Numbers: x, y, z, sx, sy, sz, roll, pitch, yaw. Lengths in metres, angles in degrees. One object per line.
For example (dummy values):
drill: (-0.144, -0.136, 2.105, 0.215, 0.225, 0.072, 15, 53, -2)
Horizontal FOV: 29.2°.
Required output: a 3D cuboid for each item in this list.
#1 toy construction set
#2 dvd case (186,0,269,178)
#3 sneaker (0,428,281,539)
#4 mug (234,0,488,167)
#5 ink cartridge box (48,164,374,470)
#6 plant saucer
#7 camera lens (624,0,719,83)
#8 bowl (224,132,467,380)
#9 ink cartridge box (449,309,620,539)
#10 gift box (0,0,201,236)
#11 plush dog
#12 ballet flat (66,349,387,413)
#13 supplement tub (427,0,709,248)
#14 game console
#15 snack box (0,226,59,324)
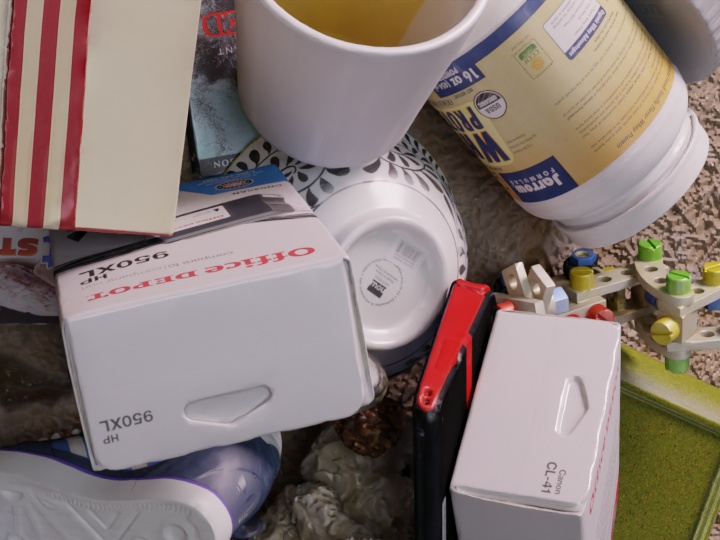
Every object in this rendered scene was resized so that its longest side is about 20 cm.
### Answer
toy construction set: (0.166, 0.031, 0.976, 0.199, 0.131, 0.093, -1, 111, -28)
dvd case: (-0.058, -0.172, 0.923, 0.145, 0.022, 0.202, -11, 101, -23)
sneaker: (-0.148, 0.123, 0.884, 0.199, 0.147, 0.081, 2, 116, 18)
mug: (-0.001, -0.153, 0.841, 0.149, 0.153, 0.187, 34, 58, 9)
ink cartridge box: (-0.088, 0.016, 0.745, 0.144, 0.200, 0.085, -13, 110, -10)
plant saucer: (0.206, 0.165, 1.058, 0.199, 0.048, 0.201, 24, 85, -24)
camera lens: (0.246, -0.254, 0.976, 0.160, 0.160, 0.200, 43, 78, -21)
bowl: (0.000, 0.000, 0.914, 0.199, 0.094, 0.202, -6, 105, -24)
ink cartridge box: (0.119, 0.145, 0.891, 0.201, 0.085, 0.148, 77, 24, -45)
gift box: (-0.173, -0.123, 0.713, 0.184, 0.199, 0.188, 2, 98, -38)
plush dog: (-0.010, 0.170, 0.923, 0.172, 0.160, 0.200, -59, 155, -22)
ballet flat: (-0.082, 0.062, 0.858, 0.198, 0.057, 0.067, 5, 49, 1)
supplement tub: (0.132, -0.126, 0.945, 0.200, 0.144, 0.145, 46, 77, -20)
game console: (0.056, 0.123, 0.871, 0.031, 0.177, 0.201, 5, 117, 16)
snack box: (-0.179, -0.003, 0.846, 0.199, 0.024, 0.072, 1, 120, -23)
